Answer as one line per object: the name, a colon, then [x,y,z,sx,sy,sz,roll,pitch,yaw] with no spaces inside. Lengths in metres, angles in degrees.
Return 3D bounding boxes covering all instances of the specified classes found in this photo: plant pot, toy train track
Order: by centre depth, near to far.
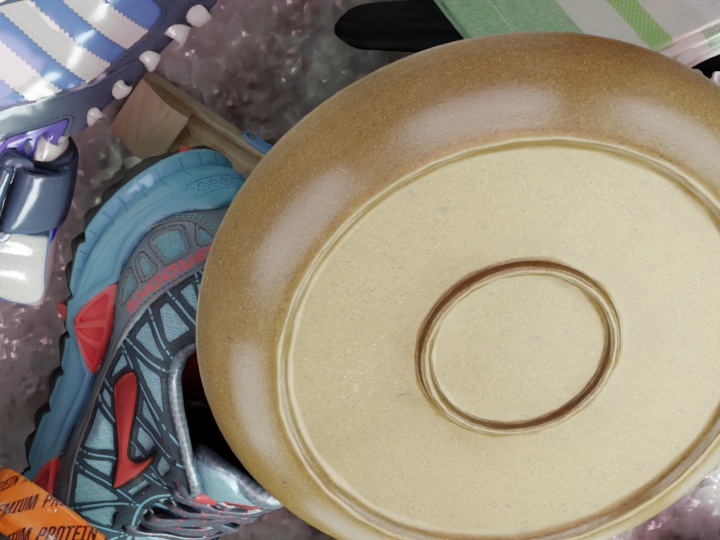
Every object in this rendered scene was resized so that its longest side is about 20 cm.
plant pot: [0.048,0.019,0.934,0.199,0.028,0.201,-5,124,-7]
toy train track: [0.000,0.000,1.027,0.199,0.033,0.115,34,116,-7]

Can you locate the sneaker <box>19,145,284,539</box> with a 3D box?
sneaker: [-0.061,0.061,1.007,0.079,0.096,0.201,-20,139,-30]

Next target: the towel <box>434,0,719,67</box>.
towel: [0.119,-0.123,0.985,0.199,0.153,0.023,-25,133,-6]

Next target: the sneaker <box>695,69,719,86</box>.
sneaker: [0.078,-0.041,1.049,0.080,0.070,0.201,18,106,-19]

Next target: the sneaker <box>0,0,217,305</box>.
sneaker: [-0.100,-0.064,0.989,0.199,0.081,0.147,-17,123,-13]

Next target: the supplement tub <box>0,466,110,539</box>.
supplement tub: [-0.141,0.170,0.956,0.123,0.122,0.200,44,77,-26]

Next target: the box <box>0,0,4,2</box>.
box: [-0.087,-0.183,0.871,0.199,0.199,0.131,-24,115,-6]

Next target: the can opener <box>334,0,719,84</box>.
can opener: [0.085,-0.066,0.989,0.199,0.079,0.064,11,105,18]
